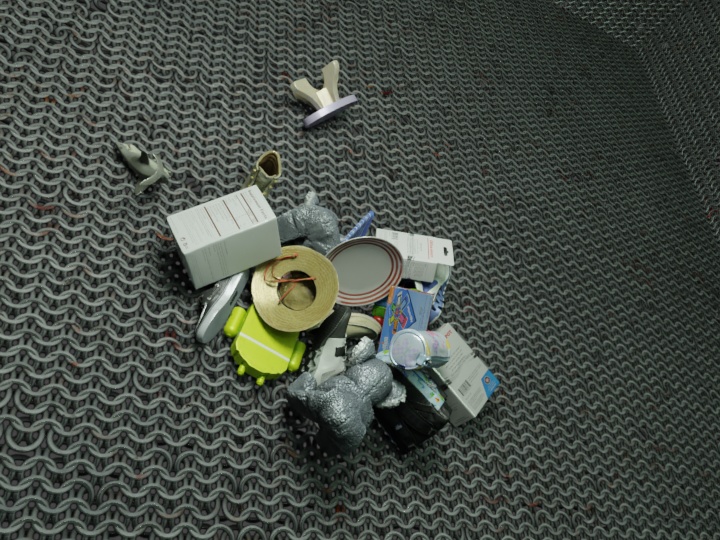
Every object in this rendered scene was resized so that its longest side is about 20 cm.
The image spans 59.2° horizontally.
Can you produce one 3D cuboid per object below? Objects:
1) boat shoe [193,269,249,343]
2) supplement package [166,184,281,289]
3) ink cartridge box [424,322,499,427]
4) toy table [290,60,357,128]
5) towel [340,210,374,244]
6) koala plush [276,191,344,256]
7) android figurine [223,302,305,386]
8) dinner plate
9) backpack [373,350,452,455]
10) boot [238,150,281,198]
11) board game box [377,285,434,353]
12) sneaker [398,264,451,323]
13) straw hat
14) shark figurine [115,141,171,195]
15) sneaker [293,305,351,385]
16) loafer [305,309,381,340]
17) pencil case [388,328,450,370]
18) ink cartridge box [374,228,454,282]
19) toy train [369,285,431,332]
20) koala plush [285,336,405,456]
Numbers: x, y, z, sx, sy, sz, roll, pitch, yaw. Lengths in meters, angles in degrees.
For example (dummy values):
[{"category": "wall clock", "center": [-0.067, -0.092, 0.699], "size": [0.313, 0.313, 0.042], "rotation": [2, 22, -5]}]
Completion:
[{"category": "boat shoe", "center": [-0.302, 0.060, 1.318], "size": [0.066, 0.070, 0.201], "rotation": [19, 57, 9]}, {"category": "supplement package", "center": [-0.279, -0.071, 1.316], "size": [0.199, 0.117, 0.117], "rotation": [-23, 53, -18]}, {"category": "ink cartridge box", "center": [0.220, 0.251, 1.540], "size": [0.200, 0.084, 0.146], "rotation": [49, 46, 3]}, {"category": "toy table", "center": [-0.104, -0.483, 1.745], "size": [0.117, 0.183, 0.200], "rotation": [61, 34, -8]}, {"category": "towel", "center": [-0.027, -0.050, 1.501], "size": [0.024, 0.145, 0.200], "rotation": [30, 34, 5]}, {"category": "koala plush", "center": [-0.110, -0.093, 1.492], "size": [0.178, 0.183, 0.200], "rotation": [55, 25, -7]}, {"category": "android figurine", "center": [-0.201, 0.150, 1.341], "size": [0.182, 0.041, 0.201], "rotation": [31, 45, -16]}, {"category": "dinner plate", "center": [0.000, 0.000, 1.421], "size": [0.199, 0.200, 0.024], "rotation": [17, 34, -25]}, {"category": "backpack", "center": [0.085, 0.273, 1.393], "size": [0.200, 0.163, 0.154], "rotation": [40, 29, -4]}, {"category": "boot", "center": [-0.243, -0.167, 1.441], "size": [0.072, 0.155, 0.201], "rotation": [26, 49, -18]}, {"category": "board game box", "center": [0.100, 0.142, 1.456], "size": [0.102, 0.201, 0.019], "rotation": [12, 10, 4]}, {"category": "sneaker", "center": [0.163, 0.029, 1.650], "size": [0.115, 0.081, 0.200], "rotation": [29, 50, -19]}, {"category": "straw hat", "center": [-0.134, 0.050, 1.377], "size": [0.200, 0.085, 0.202], "rotation": [-4, 67, 8]}, {"category": "shark figurine", "center": [-0.455, -0.198, 1.354], "size": [0.090, 0.214, 0.128], "rotation": [-53, 133, -7]}, {"category": "sneaker", "center": [-0.060, 0.174, 1.365], "size": [0.088, 0.074, 0.201], "rotation": [30, 87, -22]}, {"category": "loafer", "center": [-0.047, 0.134, 1.443], "size": [0.199, 0.076, 0.069], "rotation": [13, 56, -17]}, {"category": "pencil case", "center": [0.130, 0.168, 1.344], "size": [0.200, 0.090, 0.084], "rotation": [16, 89, -68]}, {"category": "ink cartridge box", "center": [0.131, -0.036, 1.613], "size": [0.199, 0.068, 0.116], "rotation": [8, 38, -2]}, {"category": "toy train", "center": [0.124, 0.096, 1.494], "size": [0.199, 0.116, 0.085], "rotation": [15, 17, 17]}, {"category": "koala plush", "center": [-0.010, 0.248, 1.261], "size": [0.200, 0.184, 0.178], "rotation": [-37, 96, -25]}]
